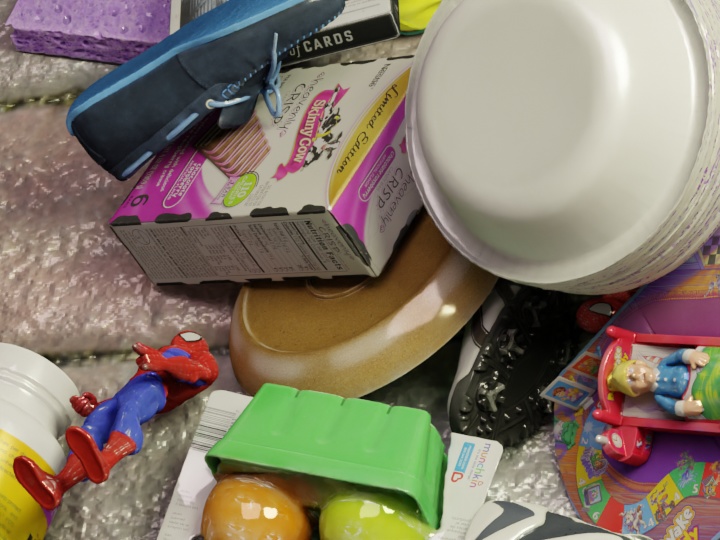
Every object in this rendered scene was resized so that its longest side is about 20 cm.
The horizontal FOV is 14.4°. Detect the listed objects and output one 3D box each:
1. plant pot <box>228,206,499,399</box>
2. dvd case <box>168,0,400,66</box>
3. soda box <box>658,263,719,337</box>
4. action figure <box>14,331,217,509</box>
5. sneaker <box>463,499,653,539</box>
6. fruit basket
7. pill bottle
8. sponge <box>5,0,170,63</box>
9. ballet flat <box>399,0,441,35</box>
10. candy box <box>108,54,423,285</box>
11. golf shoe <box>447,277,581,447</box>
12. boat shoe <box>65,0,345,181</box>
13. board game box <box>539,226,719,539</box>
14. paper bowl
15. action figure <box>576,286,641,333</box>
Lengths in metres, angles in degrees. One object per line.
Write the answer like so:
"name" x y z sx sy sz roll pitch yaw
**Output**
"plant pot" 0.000 0.000 1.717 0.199 0.028 0.200 -26 33 19
"dvd case" -0.051 -0.195 1.867 0.150 0.025 0.200 -14 37 9
"soda box" 0.238 0.076 1.602 0.070 0.064 0.200 -7 44 -27
"action figure" -0.133 0.076 1.666 0.065 0.052 0.200 -35 1 26
"sneaker" 0.104 0.212 1.528 0.129 0.080 0.199 1 42 27
"fruit basket" -0.031 0.170 1.609 0.184 0.094 0.201 8 66 21
"pill bottle" -0.235 0.142 1.662 0.104 0.104 0.200 9 55 22
"sponge" -0.131 -0.187 1.951 0.199 0.030 0.112 9 54 23
"ballet flat" 0.101 -0.214 1.884 0.199 0.067 0.067 -20 48 -1
"candy box" -0.043 -0.060 1.754 0.199 0.061 0.137 -2 45 43
"golf shoe" 0.085 0.025 1.704 0.094 0.078 0.200 -1 48 38
"boat shoe" -0.086 -0.121 1.759 0.200 0.069 0.084 -25 17 29
"board game box" 0.171 0.067 1.580 0.200 0.039 0.158 -49 47 25
"paper bowl" 0.112 -0.090 1.589 0.200 0.104 0.202 -6 80 35
"action figure" 0.216 -0.014 1.694 0.199 0.066 0.052 -27 33 -8
